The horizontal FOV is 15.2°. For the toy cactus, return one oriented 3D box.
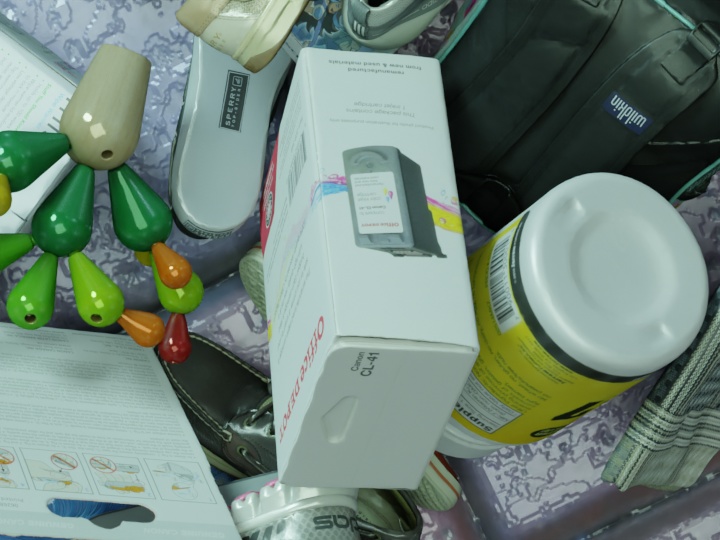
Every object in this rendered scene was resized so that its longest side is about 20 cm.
[{"bbox_3d":[-0.159,-0.043,1.508,0.199,0.102,0.166,24,80,-25],"label":"toy cactus"}]

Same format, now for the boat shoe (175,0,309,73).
[{"bbox_3d":[-0.032,-0.210,1.501,0.064,0.071,0.201,31,82,-8],"label":"boat shoe"}]

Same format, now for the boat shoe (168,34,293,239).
[{"bbox_3d":[-0.075,-0.113,1.590,0.068,0.057,0.201,18,77,-13],"label":"boat shoe"}]

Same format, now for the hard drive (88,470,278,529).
[{"bbox_3d":[-0.070,0.215,1.600,0.131,0.027,0.201,-14,121,6],"label":"hard drive"}]

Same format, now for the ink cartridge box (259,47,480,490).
[{"bbox_3d":[0.000,0.000,1.479,0.085,0.148,0.201,3,53,-14],"label":"ink cartridge box"}]

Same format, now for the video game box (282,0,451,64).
[{"bbox_3d":[-0.001,-0.230,1.567,0.200,0.047,0.182,-42,92,-11],"label":"video game box"}]

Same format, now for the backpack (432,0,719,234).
[{"bbox_3d":[0.133,-0.110,1.538,0.176,0.153,0.200,36,123,-4],"label":"backpack"}]

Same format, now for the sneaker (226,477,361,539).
[{"bbox_3d":[-0.080,0.188,1.505,0.199,0.074,0.088,-27,62,11],"label":"sneaker"}]

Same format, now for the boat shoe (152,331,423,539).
[{"bbox_3d":[-0.041,0.099,1.597,0.200,0.065,0.073,38,52,-1],"label":"boat shoe"}]

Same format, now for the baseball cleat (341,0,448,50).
[{"bbox_3d":[0.059,-0.211,1.501,0.070,0.106,0.201,30,78,5],"label":"baseball cleat"}]

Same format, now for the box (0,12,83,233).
[{"bbox_3d":[-0.269,-0.068,1.582,0.176,0.097,0.200,36,95,-3],"label":"box"}]

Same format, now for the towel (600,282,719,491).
[{"bbox_3d":[0.217,0.049,1.544,0.034,0.200,0.193,34,96,17],"label":"towel"}]

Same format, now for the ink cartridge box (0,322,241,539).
[{"bbox_3d":[-0.168,0.102,1.492,0.161,0.200,0.050,7,123,-27],"label":"ink cartridge box"}]

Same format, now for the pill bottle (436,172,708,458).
[{"bbox_3d":[0.098,0.032,1.510,0.114,0.200,0.115,9,67,-23],"label":"pill bottle"}]

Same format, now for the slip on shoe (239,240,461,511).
[{"bbox_3d":[0.005,0.057,1.609,0.061,0.074,0.200,-38,100,-26],"label":"slip on shoe"}]

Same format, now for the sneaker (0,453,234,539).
[{"bbox_3d":[-0.171,0.130,1.619,0.199,0.079,0.090,2,89,-8],"label":"sneaker"}]
